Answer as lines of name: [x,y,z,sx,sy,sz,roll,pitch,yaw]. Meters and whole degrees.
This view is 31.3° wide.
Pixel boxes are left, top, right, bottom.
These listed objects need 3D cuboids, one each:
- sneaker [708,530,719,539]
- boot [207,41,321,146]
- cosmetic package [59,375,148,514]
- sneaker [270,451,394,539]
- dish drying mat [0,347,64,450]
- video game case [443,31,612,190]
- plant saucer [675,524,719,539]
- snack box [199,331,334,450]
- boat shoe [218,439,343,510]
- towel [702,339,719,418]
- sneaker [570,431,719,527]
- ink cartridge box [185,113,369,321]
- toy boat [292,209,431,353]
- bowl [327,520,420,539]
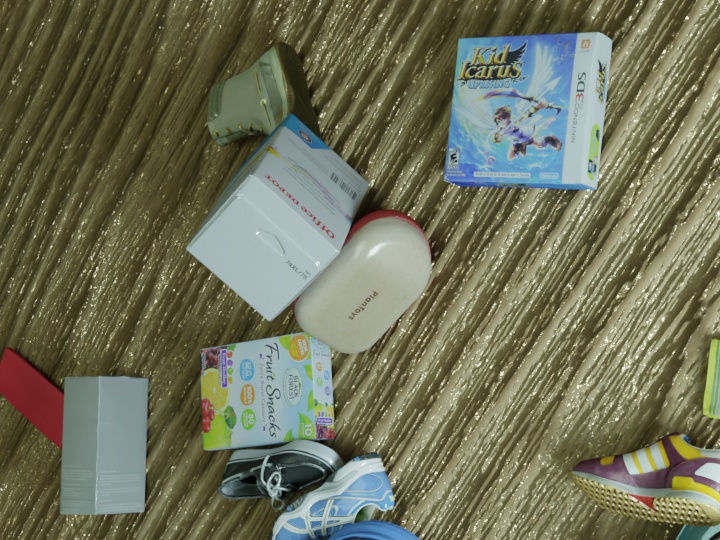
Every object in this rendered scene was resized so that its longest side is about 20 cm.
sneaker: [0.355,0.335,1.351,0.199,0.080,0.087,-34,76,33]
boot: [-0.139,-0.199,1.806,0.153,0.072,0.203,-23,70,32]
cosmetic package: [-0.376,0.256,1.891,0.089,0.106,0.203,-8,78,34]
sneaker: [-0.039,0.318,1.661,0.200,0.075,0.078,-42,67,25]
dish drying mat: [-0.516,0.202,2.051,0.199,0.018,0.078,32,103,33]
video game case: [0.202,-0.195,1.578,0.198,0.045,0.184,4,85,36]
plant saucer: [0.424,0.335,1.362,0.198,0.027,0.203,-5,81,34]
snack box: [-0.130,0.167,1.760,0.198,0.053,0.144,-10,79,34]
boat shoe: [-0.111,0.273,1.706,0.197,0.074,0.068,-7,39,35]
towel: [0.463,0.123,1.367,0.198,0.018,0.087,3,86,35]
sneaker: [0.328,0.224,1.426,0.198,0.075,0.091,3,54,47]
ink cartridge box: [-0.102,-0.071,1.649,0.146,0.201,0.146,41,119,-10]
toy boat: [0.000,0.000,1.666,0.200,0.130,0.131,-46,32,21]
bowl: [0.020,0.414,1.598,0.198,0.039,0.204,4,99,27]
